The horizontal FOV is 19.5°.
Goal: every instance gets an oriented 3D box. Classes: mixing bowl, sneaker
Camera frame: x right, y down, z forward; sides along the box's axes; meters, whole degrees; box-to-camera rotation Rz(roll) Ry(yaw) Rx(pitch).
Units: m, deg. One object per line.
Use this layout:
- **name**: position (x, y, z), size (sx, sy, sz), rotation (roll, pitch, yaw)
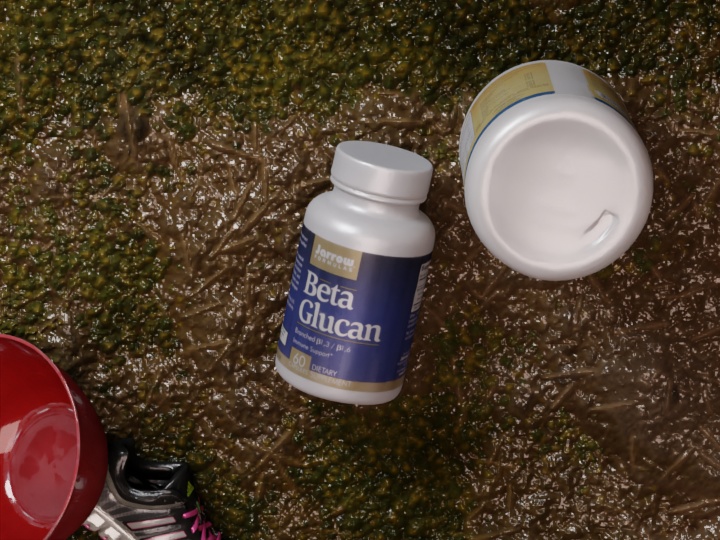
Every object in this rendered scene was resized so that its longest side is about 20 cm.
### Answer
- **mixing bowl**: position (-0.287, 0.159, 1.765), size (0.199, 0.108, 0.201), rotation (-6, 77, 28)
- **sneaker**: position (-0.159, 0.216, 1.819), size (0.200, 0.074, 0.088), rotation (35, 110, -4)

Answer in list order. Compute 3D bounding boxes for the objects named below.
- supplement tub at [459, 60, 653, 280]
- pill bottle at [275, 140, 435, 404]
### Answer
- **supplement tub**: position (0.151, -0.086, 1.659), size (0.144, 0.200, 0.145), rotation (0, 107, 1)
- **pill bottle**: position (0.000, 0.000, 1.733), size (0.111, 0.111, 0.201), rotation (11, 106, -3)
